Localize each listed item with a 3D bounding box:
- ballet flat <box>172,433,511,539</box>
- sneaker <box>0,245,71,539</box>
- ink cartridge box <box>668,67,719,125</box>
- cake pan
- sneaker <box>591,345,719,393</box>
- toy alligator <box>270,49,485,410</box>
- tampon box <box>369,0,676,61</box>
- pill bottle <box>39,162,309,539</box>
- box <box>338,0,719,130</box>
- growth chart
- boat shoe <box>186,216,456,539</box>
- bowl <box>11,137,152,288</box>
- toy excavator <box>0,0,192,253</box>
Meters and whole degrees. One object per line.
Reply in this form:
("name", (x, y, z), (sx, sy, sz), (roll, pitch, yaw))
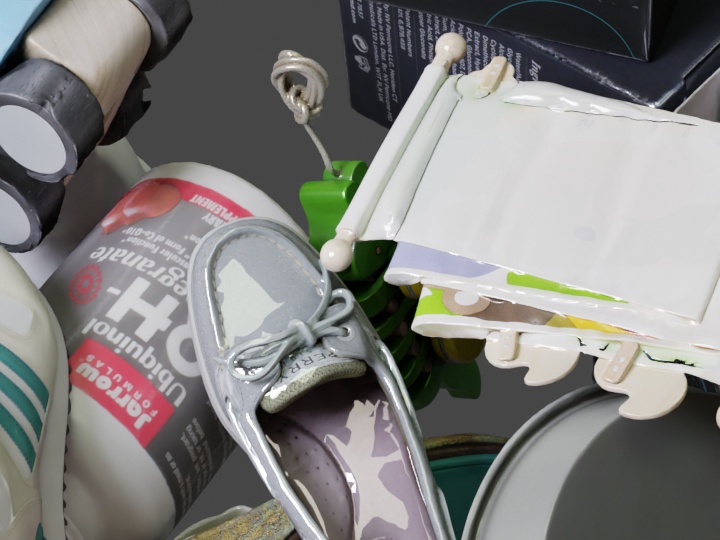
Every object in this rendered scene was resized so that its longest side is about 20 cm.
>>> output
("ballet flat", (-0.022, 0.112, 0.866), (0.199, 0.071, 0.071), (-28, 51, -19))
("sneaker", (-0.155, 0.049, 0.772), (0.070, 0.094, 0.201), (-17, 53, 8))
("ink cartridge box", (0.226, -0.074, 0.979), (0.068, 0.116, 0.200), (30, 57, 30))
("cake pan", (0.127, 0.134, 0.769), (0.199, 0.037, 0.202), (10, 69, -27))
("sneaker", (0.125, 0.051, 0.900), (0.081, 0.073, 0.201), (-11, 47, -7))
("toy alligator", (0.000, 0.000, 0.880), (0.059, 0.200, 0.054), (1, 46, 36))
("tampon box", (0.093, -0.221, 0.959), (0.149, 0.127, 0.201), (13, 50, 16))
("pill bottle", (-0.106, 0.055, 0.890), (0.110, 0.111, 0.200), (21, 53, 22))
("box", (0.124, -0.135, 1.042), (0.199, 0.118, 0.197), (30, 57, 29))
("growth chart", (0.082, -0.017, 0.801), (0.199, 0.018, 0.145), (20, 62, 27))
("boat shoe", (-0.009, 0.066, 0.809), (0.074, 0.065, 0.203), (-18, 77, -15))
("bowl", (-0.190, -0.032, 0.992), (0.200, 0.091, 0.202), (-3, 47, 3))
("toy excavator", (-0.198, -0.099, 0.914), (0.200, 0.195, 0.100), (36, 54, -2))
